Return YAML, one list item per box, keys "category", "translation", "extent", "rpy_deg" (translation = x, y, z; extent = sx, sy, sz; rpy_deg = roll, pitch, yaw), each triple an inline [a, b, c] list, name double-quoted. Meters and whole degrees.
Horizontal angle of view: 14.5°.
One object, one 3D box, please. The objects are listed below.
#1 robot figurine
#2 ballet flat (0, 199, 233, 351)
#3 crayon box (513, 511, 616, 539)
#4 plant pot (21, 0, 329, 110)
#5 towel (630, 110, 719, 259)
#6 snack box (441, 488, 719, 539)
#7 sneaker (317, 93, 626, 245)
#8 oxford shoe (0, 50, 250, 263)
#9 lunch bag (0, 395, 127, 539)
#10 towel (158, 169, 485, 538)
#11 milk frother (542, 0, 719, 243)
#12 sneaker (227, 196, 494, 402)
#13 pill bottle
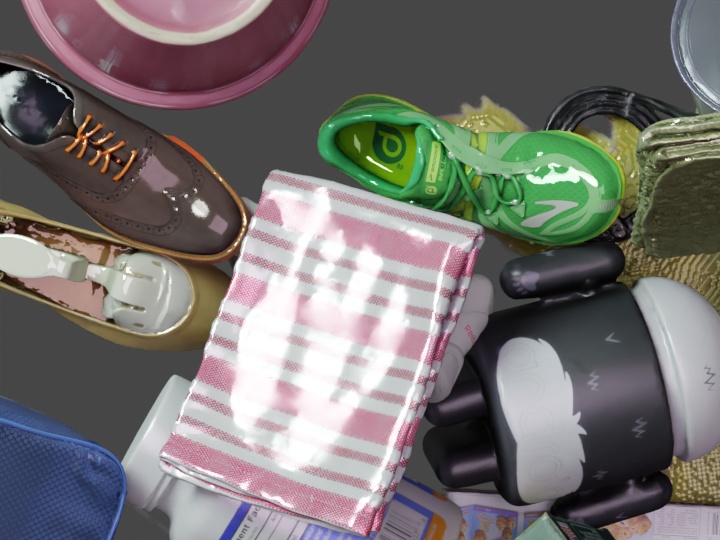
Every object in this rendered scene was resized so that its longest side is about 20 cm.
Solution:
- category: "robot figurine"
  translation: [0.134, 0.074, 1.757]
  extent: [0.200, 0.150, 0.125]
  rpy_deg: [-14, 55, -5]
- category: "ballet flat"
  translation: [-0.167, 0.007, 1.749]
  extent: [0.200, 0.063, 0.069]
  rpy_deg: [15, 92, -7]
- category: "crayon box"
  translation: [0.072, 0.234, 1.734]
  extent: [0.200, 0.127, 0.051]
  rpy_deg: [-41, 68, 11]
- category: "plant pot"
  translation: [-0.109, -0.195, 1.687]
  extent: [0.200, 0.179, 0.200]
  rpy_deg: [0, 92, -6]
- category: "towel"
  translation: [0.229, -0.055, 1.634]
  extent: [0.148, 0.200, 0.036]
  rpy_deg: [-6, 71, 3]
- category: "snack box"
  translation: [0.149, 0.181, 1.811]
  extent: [0.200, 0.024, 0.072]
  rpy_deg: [4, 92, -6]
- category: "sneaker"
  translation: [0.063, -0.056, 1.730]
  extent: [0.200, 0.084, 0.074]
  rpy_deg: [13, 106, 21]
- category: "oxford shoe"
  translation: [-0.158, -0.067, 1.717]
  extent: [0.200, 0.073, 0.071]
  rpy_deg: [30, 89, 10]
- category: "lunch bag"
  translation: [-0.239, 0.174, 1.718]
  extent: [0.136, 0.132, 0.200]
  rpy_deg: [21, 89, -22]
- category: "towel"
  translation: [-0.023, 0.045, 1.664]
  extent: [0.146, 0.030, 0.200]
  rpy_deg: [16, 79, 24]
- category: "milk frother"
  translation: [0.206, -0.099, 1.719]
  extent: [0.180, 0.188, 0.200]
  rpy_deg: [40, 85, 21]
- category: "sneaker"
  translation: [0.000, 0.000, 1.741]
  extent: [0.200, 0.078, 0.099]
  rpy_deg: [31, 68, 26]
- category: "pill bottle"
  translation: [-0.048, 0.147, 1.744]
  extent: [0.200, 0.112, 0.112]
  rpy_deg: [29, 90, -5]
